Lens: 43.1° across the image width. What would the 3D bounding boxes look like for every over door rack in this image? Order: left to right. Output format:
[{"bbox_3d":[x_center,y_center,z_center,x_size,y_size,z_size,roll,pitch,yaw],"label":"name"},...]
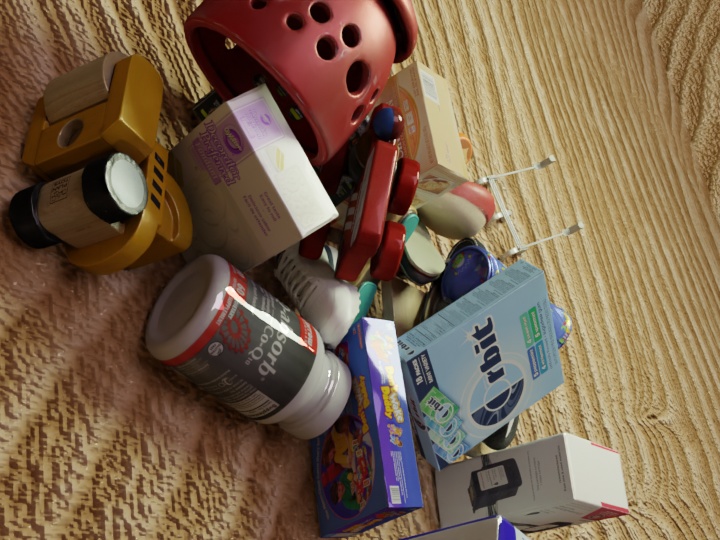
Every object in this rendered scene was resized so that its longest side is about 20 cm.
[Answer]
[{"bbox_3d":[0.291,-0.108,1.620,0.198,0.066,0.149,-19,83,-35],"label":"over door rack"}]

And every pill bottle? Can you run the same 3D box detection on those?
[{"bbox_3d":[-0.108,0.083,0.922,0.200,0.115,0.117,39,41,-32],"label":"pill bottle"}]

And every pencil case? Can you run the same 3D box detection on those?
[{"bbox_3d":[0.185,0.045,1.139,0.199,0.078,0.087,32,20,-37],"label":"pencil case"}]

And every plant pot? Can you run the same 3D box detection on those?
[{"bbox_3d":[-0.051,-0.239,0.935,0.183,0.200,0.201,-48,113,-11],"label":"plant pot"}]

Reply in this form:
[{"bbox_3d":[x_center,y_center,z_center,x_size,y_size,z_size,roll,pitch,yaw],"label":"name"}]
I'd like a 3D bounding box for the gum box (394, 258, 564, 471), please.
[{"bbox_3d":[0.140,0.110,1.058,0.199,0.044,0.172,-30,124,-18],"label":"gum box"}]

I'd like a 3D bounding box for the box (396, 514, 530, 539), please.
[{"bbox_3d":[0.134,0.374,0.995,0.200,0.183,0.106,42,40,-29],"label":"box"}]

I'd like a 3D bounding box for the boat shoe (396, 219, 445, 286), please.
[{"bbox_3d":[0.061,-0.022,1.203,0.071,0.063,0.200,35,15,-18],"label":"boat shoe"}]

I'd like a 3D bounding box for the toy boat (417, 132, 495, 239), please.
[{"bbox_3d":[0.110,-0.138,1.282,0.199,0.131,0.131,37,-6,24],"label":"toy boat"}]

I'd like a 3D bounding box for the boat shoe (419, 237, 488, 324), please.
[{"bbox_3d":[0.122,0.021,1.195,0.060,0.073,0.201,48,45,-28],"label":"boat shoe"}]

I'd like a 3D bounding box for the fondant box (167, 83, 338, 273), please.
[{"bbox_3d":[-0.129,-0.076,0.920,0.058,0.199,0.145,-33,95,-42],"label":"fondant box"}]

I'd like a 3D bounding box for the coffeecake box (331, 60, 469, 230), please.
[{"bbox_3d":[0.029,-0.150,1.188,0.073,0.199,0.156,19,53,-47],"label":"coffeecake box"}]

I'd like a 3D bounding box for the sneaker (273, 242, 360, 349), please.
[{"bbox_3d":[-0.059,0.017,1.034,0.080,0.077,0.200,33,12,-28],"label":"sneaker"}]

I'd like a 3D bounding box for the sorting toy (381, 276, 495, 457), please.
[{"bbox_3d":[0.085,0.138,1.189,0.198,0.069,0.202,27,49,-42],"label":"sorting toy"}]

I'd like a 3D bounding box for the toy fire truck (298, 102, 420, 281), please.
[{"bbox_3d":[0.012,-0.091,0.985,0.111,0.168,0.203,16,68,-8],"label":"toy fire truck"}]

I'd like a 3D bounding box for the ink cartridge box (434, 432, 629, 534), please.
[{"bbox_3d":[0.214,0.279,1.155,0.144,0.199,0.085,24,52,-43],"label":"ink cartridge box"}]

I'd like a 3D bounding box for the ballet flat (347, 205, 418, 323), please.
[{"bbox_3d":[0.000,0.000,1.121,0.063,0.201,0.069,31,-1,24],"label":"ballet flat"}]

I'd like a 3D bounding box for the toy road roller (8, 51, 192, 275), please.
[{"bbox_3d":[-0.233,-0.090,0.873,0.146,0.121,0.202,42,39,-50],"label":"toy road roller"}]

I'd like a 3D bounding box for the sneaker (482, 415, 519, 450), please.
[{"bbox_3d":[0.193,0.151,1.200,0.080,0.073,0.202,42,39,-31],"label":"sneaker"}]

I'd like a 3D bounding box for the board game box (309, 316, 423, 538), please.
[{"bbox_3d":[-0.004,0.171,0.984,0.044,0.134,0.203,9,60,-33],"label":"board game box"}]

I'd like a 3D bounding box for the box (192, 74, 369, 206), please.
[{"bbox_3d":[-0.077,-0.167,1.090,0.201,0.160,0.044,50,11,-17],"label":"box"}]
